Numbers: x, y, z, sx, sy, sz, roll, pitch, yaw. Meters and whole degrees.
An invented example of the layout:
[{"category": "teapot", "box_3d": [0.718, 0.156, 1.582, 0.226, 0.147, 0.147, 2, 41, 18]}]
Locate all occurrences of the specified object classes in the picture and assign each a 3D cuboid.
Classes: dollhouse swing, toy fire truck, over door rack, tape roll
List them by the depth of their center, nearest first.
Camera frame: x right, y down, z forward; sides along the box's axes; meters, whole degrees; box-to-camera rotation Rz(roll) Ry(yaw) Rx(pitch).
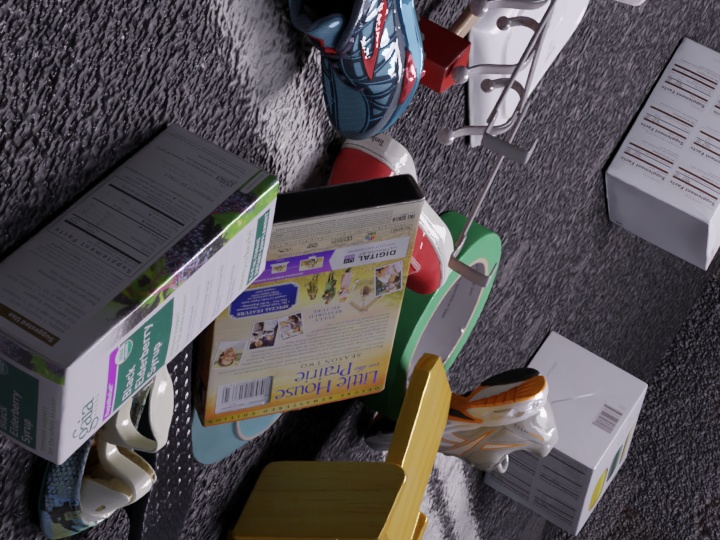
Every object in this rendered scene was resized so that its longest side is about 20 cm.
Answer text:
[{"category": "over door rack", "box_3d": [0.093, -0.115, 1.286, 0.148, 0.066, 0.201, 102, 2, -52]}, {"category": "toy fire truck", "box_3d": [0.099, -0.236, 1.342, 0.200, 0.049, 0.142, -46, 158, -43]}, {"category": "dollhouse swing", "box_3d": [-0.015, 0.175, 1.611, 0.200, 0.180, 0.177, 66, 25, -70]}, {"category": "tape roll", "box_3d": [0.061, 0.043, 1.686, 0.201, 0.048, 0.201, -53, 162, -25]}]

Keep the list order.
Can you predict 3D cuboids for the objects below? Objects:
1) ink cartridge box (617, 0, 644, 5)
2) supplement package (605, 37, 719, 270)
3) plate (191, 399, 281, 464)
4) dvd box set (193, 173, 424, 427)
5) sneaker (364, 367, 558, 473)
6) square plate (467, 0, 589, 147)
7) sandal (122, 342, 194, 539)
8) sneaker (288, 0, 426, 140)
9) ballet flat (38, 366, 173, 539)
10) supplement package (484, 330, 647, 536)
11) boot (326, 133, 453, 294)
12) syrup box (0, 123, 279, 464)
[{"category": "ink cartridge box", "box_3d": [0.213, -0.295, 1.365, 0.200, 0.084, 0.146, 161, -56, -87]}, {"category": "supplement package", "box_3d": [0.419, -0.142, 2.246, 0.201, 0.146, 0.191, -59, 163, -10]}, {"category": "plate", "box_3d": [-0.066, 0.067, 1.394, 0.201, 0.025, 0.201, -52, 161, -25]}, {"category": "dvd box set", "box_3d": [-0.039, 0.023, 1.257, 0.145, 0.030, 0.201, -10, 138, -19]}, {"category": "sneaker", "box_3d": [0.099, 0.163, 1.749, 0.092, 0.199, 0.076, 66, 29, -22]}, {"category": "square plate", "box_3d": [0.155, -0.223, 1.558, 0.201, 0.028, 0.198, -54, 161, -19]}, {"category": "sandal", "box_3d": [-0.147, 0.121, 1.233, 0.075, 0.045, 0.202, -41, 141, -60]}, {"category": "sneaker", "box_3d": [-0.014, -0.162, 1.121, 0.095, 0.079, 0.201, -34, 142, -37]}, {"category": "ballet flat", "box_3d": [-0.156, 0.108, 1.128, 0.074, 0.074, 0.201, -40, 154, -48]}, {"category": "supplement package", "box_3d": [0.271, 0.219, 2.395, 0.152, 0.150, 0.201, -52, 161, -28]}, {"category": "boot", "box_3d": [0.000, 0.000, 1.372, 0.145, 0.072, 0.200, -60, 151, -17]}, {"category": "syrup box", "box_3d": [-0.135, 0.009, 1.006, 0.200, 0.081, 0.079, -46, 157, -43]}]
